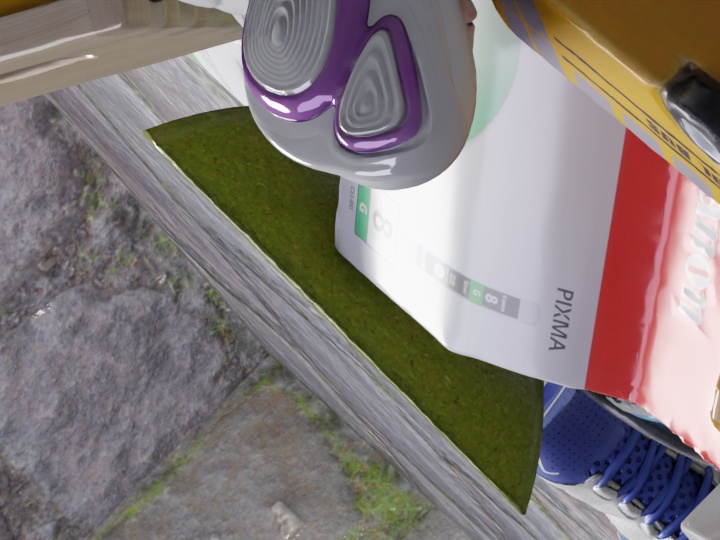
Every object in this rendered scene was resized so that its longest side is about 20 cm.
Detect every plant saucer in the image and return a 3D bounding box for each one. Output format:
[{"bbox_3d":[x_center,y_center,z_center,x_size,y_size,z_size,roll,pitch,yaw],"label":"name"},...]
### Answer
[{"bbox_3d":[0.000,0.000,1.069,0.200,0.048,0.200,45,179,-5],"label":"plant saucer"}]

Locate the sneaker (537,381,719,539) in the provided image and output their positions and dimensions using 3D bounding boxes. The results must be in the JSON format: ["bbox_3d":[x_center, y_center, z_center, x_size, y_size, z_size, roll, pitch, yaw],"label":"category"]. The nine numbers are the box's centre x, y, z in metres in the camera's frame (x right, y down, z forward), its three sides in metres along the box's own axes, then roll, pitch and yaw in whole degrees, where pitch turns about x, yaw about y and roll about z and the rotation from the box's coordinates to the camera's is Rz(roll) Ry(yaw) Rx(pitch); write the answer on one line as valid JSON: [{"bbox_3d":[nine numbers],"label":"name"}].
[{"bbox_3d":[0.167,0.115,1.386,0.115,0.081,0.199,34,174,45],"label":"sneaker"}]

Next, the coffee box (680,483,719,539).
[{"bbox_3d":[0.201,0.091,0.850,0.080,0.113,0.200,47,174,-17],"label":"coffee box"}]

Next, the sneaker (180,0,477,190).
[{"bbox_3d":[0.007,-0.077,0.802,0.099,0.075,0.200,23,-162,-27],"label":"sneaker"}]

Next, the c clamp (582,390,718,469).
[{"bbox_3d":[0.140,0.058,1.191,0.170,0.027,0.200,18,-163,-38],"label":"c clamp"}]

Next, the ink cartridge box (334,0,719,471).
[{"bbox_3d":[0.067,-0.032,0.879,0.200,0.050,0.161,43,137,44],"label":"ink cartridge box"}]

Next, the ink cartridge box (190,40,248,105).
[{"bbox_3d":[-0.018,-0.106,1.164,0.200,0.084,0.146,43,174,20],"label":"ink cartridge box"}]

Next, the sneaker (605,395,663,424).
[{"bbox_3d":[0.164,0.056,1.048,0.090,0.078,0.200,44,176,-24],"label":"sneaker"}]

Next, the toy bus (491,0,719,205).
[{"bbox_3d":[0.093,-0.071,0.740,0.200,0.065,0.078,43,176,27],"label":"toy bus"}]

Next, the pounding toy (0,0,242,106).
[{"bbox_3d":[-0.123,-0.161,0.912,0.142,0.199,0.185,-9,-92,-58],"label":"pounding toy"}]
